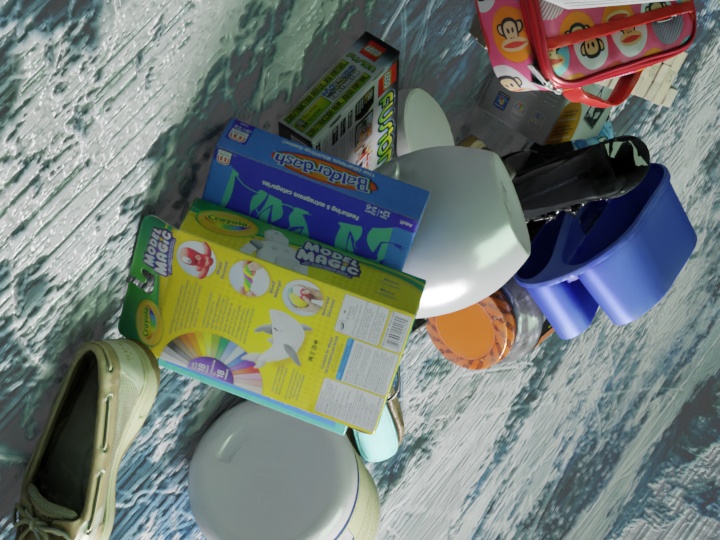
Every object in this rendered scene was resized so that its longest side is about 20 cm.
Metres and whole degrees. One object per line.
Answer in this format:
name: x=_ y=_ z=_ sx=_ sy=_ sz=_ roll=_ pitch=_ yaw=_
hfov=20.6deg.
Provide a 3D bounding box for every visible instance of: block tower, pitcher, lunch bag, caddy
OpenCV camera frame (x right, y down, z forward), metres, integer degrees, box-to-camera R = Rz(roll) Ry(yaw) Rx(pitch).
block tower: x=0.187 y=-0.197 z=1.687 sx=0.199 sy=0.054 sz=0.058 roll=15 pitch=112 yaw=-31
pitcher: x=0.012 y=-0.032 z=1.462 sx=0.199 sy=0.122 sz=0.172 roll=-19 pitch=136 yaw=13
lunch bag: x=0.180 y=-0.217 z=1.589 sx=0.199 sy=0.082 sz=0.178 roll=-20 pitch=102 yaw=-40
caddy: x=0.228 y=-0.028 z=1.876 sx=0.141 sy=0.105 sz=0.200 roll=-17 pitch=-157 yaw=40

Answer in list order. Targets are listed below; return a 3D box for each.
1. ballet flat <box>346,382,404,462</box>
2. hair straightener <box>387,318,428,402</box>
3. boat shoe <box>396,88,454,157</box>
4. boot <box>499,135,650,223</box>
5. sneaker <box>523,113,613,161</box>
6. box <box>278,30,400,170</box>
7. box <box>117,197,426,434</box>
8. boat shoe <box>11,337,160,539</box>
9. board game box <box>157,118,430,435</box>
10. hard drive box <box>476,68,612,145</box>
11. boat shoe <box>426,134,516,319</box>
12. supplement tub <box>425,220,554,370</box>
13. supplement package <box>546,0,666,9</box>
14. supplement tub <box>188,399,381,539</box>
ballet flat: x=-0.005 y=0.081 z=1.730 sx=0.070 sy=0.066 sz=0.201 roll=-13 pitch=131 yaw=-6
hair straightener: x=0.014 y=0.043 z=1.612 sx=0.041 sy=0.077 sz=0.201 roll=-29 pitch=140 yaw=-54
boat shoe: x=0.048 y=-0.068 z=1.664 sx=0.071 sy=0.063 sz=0.201 roll=-62 pitch=144 yaw=-38
boot: x=0.182 y=-0.088 z=1.815 sx=0.199 sy=0.066 sz=0.165 roll=-24 pitch=-170 yaw=47
sneaker: x=0.214 y=-0.131 z=2.010 sx=0.200 sy=0.078 sz=0.091 roll=20 pitch=83 yaw=-74
box: x=-0.016 y=-0.081 z=1.547 sx=0.110 sy=0.035 sz=0.201 roll=-48 pitch=158 yaw=-27
box: x=-0.065 y=0.029 z=1.380 sx=0.049 sy=0.198 sz=0.118 roll=-71 pitch=180 yaw=-54
boat shoe: x=-0.204 y=0.141 z=1.384 sx=0.063 sy=0.073 sz=0.202 roll=5 pitch=113 yaw=-61
board game box: x=-0.051 y=0.008 z=1.418 sx=0.045 sy=0.151 sz=0.201 roll=-67 pitch=176 yaw=-55
hard drive box: x=0.205 y=-0.222 z=1.808 sx=0.156 sy=0.077 sz=0.201 roll=-17 pitch=135 yaw=-63
boat shoe: x=0.082 y=-0.023 z=1.772 sx=0.072 sy=0.066 sz=0.202 roll=-32 pitch=149 yaw=-52
supplement tub: x=0.154 y=0.014 z=1.976 sx=0.200 sy=0.122 sz=0.123 roll=-34 pitch=150 yaw=-48
supplement package: x=0.200 y=-0.300 z=1.436 sx=0.111 sy=0.154 sz=0.202 roll=-1 pitch=89 yaw=-67
supplement tub: x=-0.059 y=0.202 z=1.710 sx=0.145 sy=0.144 sz=0.200 roll=-53 pitch=160 yaw=-11
